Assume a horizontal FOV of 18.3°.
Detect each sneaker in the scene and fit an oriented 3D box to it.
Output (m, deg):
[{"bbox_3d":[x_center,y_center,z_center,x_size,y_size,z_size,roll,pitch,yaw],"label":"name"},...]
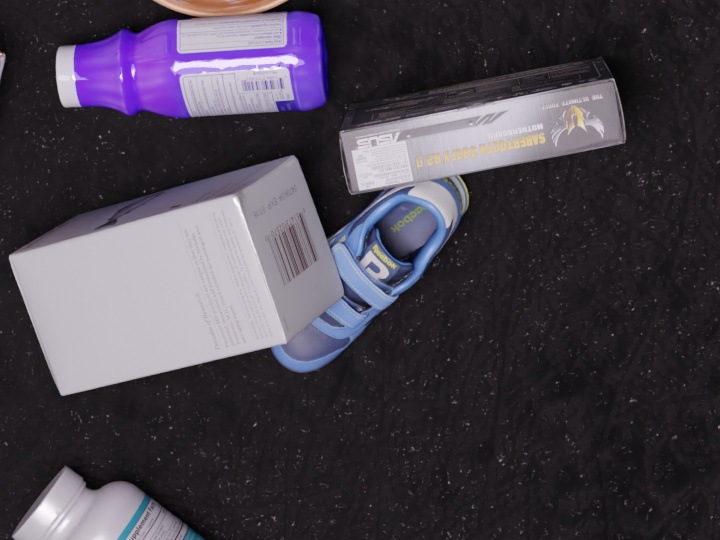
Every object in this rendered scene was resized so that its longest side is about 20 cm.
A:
[{"bbox_3d":[0.000,0.000,1.694,0.074,0.082,0.200,39,103,-8],"label":"sneaker"}]

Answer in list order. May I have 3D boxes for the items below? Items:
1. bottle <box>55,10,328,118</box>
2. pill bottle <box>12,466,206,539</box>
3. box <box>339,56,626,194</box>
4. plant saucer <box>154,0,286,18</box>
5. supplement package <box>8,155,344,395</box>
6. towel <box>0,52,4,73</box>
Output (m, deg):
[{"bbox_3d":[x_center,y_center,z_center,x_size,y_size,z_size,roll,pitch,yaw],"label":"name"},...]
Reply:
[{"bbox_3d":[-0.125,-0.151,1.664,0.200,0.084,0.065,-4,68,4],"label":"bottle"},{"bbox_3d":[-0.172,0.240,1.741,0.200,0.111,0.111,38,102,-6],"label":"pill bottle"},{"bbox_3d":[0.088,-0.107,1.626,0.200,0.158,0.048,-10,100,4],"label":"box"},{"bbox_3d":[-0.104,-0.289,1.655,0.200,0.037,0.200,0,102,2],"label":"plant saucer"},{"bbox_3d":[-0.135,0.004,1.653,0.200,0.117,0.117,-14,102,25],"label":"supplement package"},{"bbox_3d":[-0.371,-0.143,1.659,0.200,0.023,0.144,19,140,-4],"label":"towel"}]
